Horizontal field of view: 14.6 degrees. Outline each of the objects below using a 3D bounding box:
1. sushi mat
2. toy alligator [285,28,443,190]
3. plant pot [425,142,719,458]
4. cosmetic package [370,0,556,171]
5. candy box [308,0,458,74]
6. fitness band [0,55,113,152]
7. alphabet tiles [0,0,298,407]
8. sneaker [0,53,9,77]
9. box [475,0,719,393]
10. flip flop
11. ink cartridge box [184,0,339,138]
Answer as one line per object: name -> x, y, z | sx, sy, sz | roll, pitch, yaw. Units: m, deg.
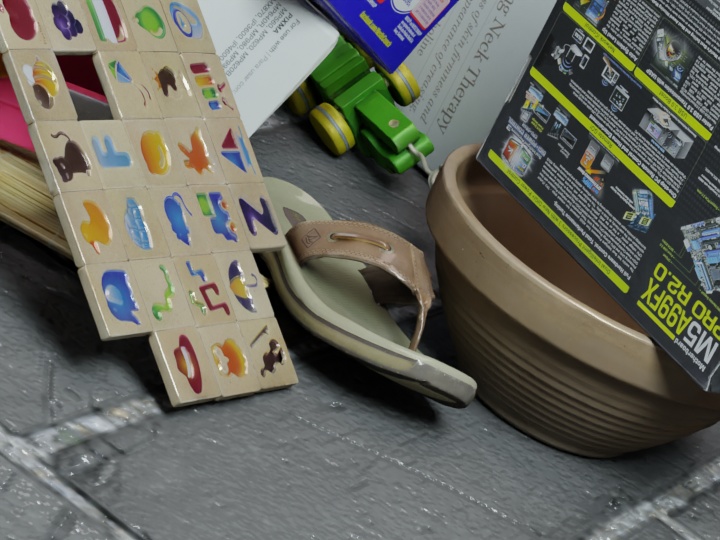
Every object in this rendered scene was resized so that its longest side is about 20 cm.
sushi mat -> -0.137, -0.026, 1.338 | 0.199, 0.012, 0.096 | 29, 21, 1
toy alligator -> 0.010, -0.082, 1.586 | 0.200, 0.059, 0.054 | 46, -12, 38
plant pot -> 0.111, 0.027, 1.407 | 0.200, 0.093, 0.201 | 25, 22, -11
cosmetic package -> 0.131, -0.115, 1.642 | 0.166, 0.168, 0.200 | 3, 32, -48
candy box -> -0.048, -0.210, 1.439 | 0.200, 0.077, 0.169 | 43, 1, 19
fitness band -> -0.174, -0.098, 1.405 | 0.199, 0.038, 0.144 | 22, 12, -19
alphabet tiles -> -0.089, -0.037, 1.274 | 0.167, 0.008, 0.201 | -6, 74, -60
sneaker -> -0.198, -0.116, 1.274 | 0.092, 0.076, 0.200 | 28, 62, 23
box -> 0.154, -0.064, 1.321 | 0.044, 0.161, 0.200 | 6, 30, -40
flip flop -> 0.000, 0.000, 1.369 | 0.081, 0.058, 0.200 | 29, 14, -34
ink cartridge box -> -0.122, -0.167, 1.414 | 0.200, 0.084, 0.144 | 40, 4, -30
